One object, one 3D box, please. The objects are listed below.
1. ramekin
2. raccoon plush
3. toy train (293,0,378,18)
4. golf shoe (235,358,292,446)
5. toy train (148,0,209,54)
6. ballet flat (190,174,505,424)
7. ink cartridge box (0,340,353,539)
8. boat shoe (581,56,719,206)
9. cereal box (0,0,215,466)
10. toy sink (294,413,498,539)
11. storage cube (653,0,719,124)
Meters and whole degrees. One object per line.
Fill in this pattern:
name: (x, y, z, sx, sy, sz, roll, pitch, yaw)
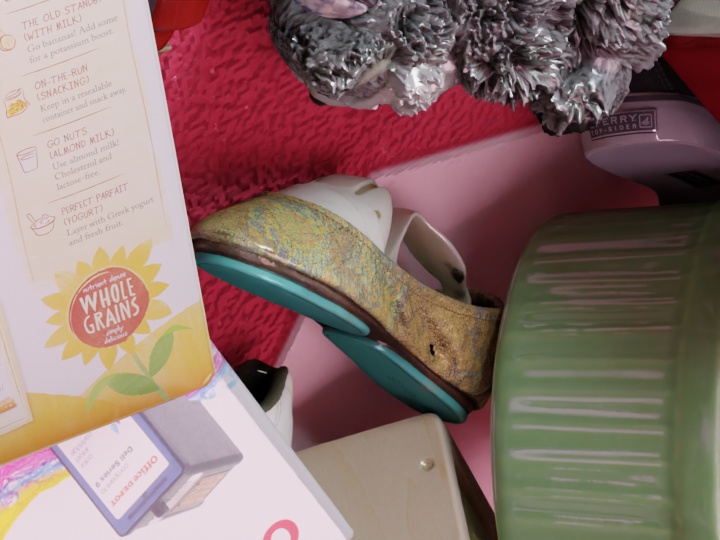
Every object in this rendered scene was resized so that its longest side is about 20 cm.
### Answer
ramekin: (0.124, 0.066, 1.088, 0.200, 0.097, 0.201, 1, 90, -70)
raccoon plush: (0.046, -0.132, 0.894, 0.134, 0.097, 0.200, 6, 120, -43)
toy train: (-0.008, -0.178, 0.759, 0.114, 0.087, 0.201, 15, 90, -20)
golf shoe: (-0.099, 0.060, 0.968, 0.200, 0.078, 0.098, 14, 93, -54)
toy train: (-0.069, -0.097, 0.845, 0.034, 0.046, 0.201, -10, 131, -40)
ballet flat: (0.000, 0.000, 1.007, 0.071, 0.071, 0.200, -49, 144, 4)
ink cartridge box: (-0.119, 0.051, 0.836, 0.145, 0.087, 0.200, -39, 118, -10)
boat shoe: (0.143, -0.061, 1.087, 0.200, 0.068, 0.057, 20, 66, -65)
cereal box: (-0.124, -0.033, 0.718, 0.143, 0.040, 0.201, -20, 124, -19)
toy sink: (0.025, 0.172, 1.104, 0.112, 0.131, 0.200, -17, 144, 8)
storage cube: (0.246, -0.081, 0.920, 0.180, 0.171, 0.200, 46, 75, -26)
